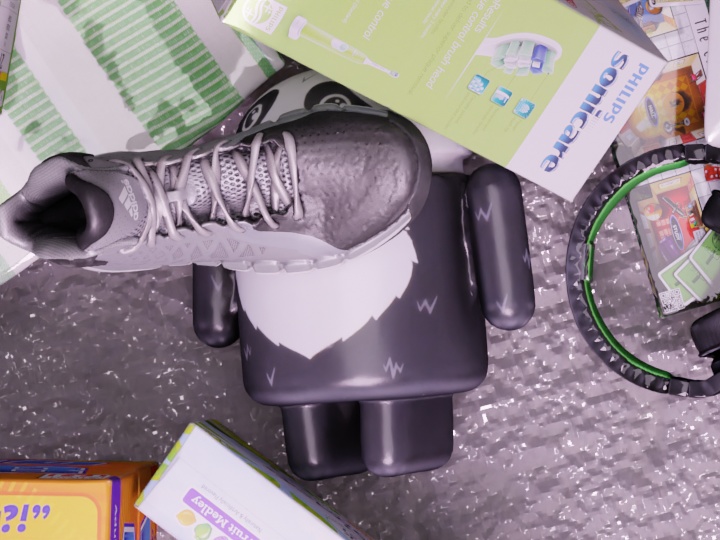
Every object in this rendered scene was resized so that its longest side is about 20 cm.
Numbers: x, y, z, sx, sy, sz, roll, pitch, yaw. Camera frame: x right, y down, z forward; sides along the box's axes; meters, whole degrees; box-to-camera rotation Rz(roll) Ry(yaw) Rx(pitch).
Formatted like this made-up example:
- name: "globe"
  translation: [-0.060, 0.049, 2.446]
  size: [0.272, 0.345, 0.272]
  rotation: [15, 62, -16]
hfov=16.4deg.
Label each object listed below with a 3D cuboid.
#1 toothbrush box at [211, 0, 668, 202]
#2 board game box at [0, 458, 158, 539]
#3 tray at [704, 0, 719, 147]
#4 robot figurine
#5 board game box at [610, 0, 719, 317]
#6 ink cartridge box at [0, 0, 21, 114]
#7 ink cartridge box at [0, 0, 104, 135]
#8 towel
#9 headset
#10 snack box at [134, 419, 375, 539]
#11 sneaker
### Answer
- name: "toothbrush box"
  translation: [0.024, -0.135, 1.166]
  size: [0.200, 0.146, 0.086]
  rotation: [27, 109, -25]
- name: "board game box"
  translation: [-0.205, 0.191, 1.177]
  size: [0.199, 0.200, 0.201]
  rotation: [1, 88, 2]
- name: "tray"
  translation: [0.256, -0.107, 1.218]
  size: [0.199, 0.022, 0.108]
  rotation: [3, 87, -28]
- name: "robot figurine"
  translation: [-0.002, 0.000, 1.215]
  size: [0.150, 0.125, 0.201]
  rotation: [-3, 88, -12]
- name: "board game box"
  translation: [0.174, -0.086, 1.266]
  size: [0.104, 0.023, 0.201]
  rotation: [-17, 88, -1]
- name: "ink cartridge box"
  translation: [-0.243, -0.082, 1.156]
  size: [0.147, 0.076, 0.201]
  rotation: [10, 91, -3]
- name: "ink cartridge box"
  translation: [-0.174, -0.162, 1.253]
  size: [0.116, 0.067, 0.200]
  rotation: [38, 89, 2]
- name: "towel"
  translation: [-0.156, -0.100, 1.207]
  size: [0.200, 0.023, 0.153]
  rotation: [-36, 93, -1]
- name: "headset"
  translation: [0.203, 0.003, 1.228]
  size: [0.199, 0.094, 0.124]
  rotation: [5, 90, 16]
- name: "snack box"
  translation: [-0.012, 0.151, 1.202]
  size: [0.200, 0.142, 0.053]
  rotation: [37, 89, 2]
- name: "sneaker"
  translation: [-0.074, -0.029, 1.117]
  size: [0.199, 0.115, 0.075]
  rotation: [-10, 89, 22]
